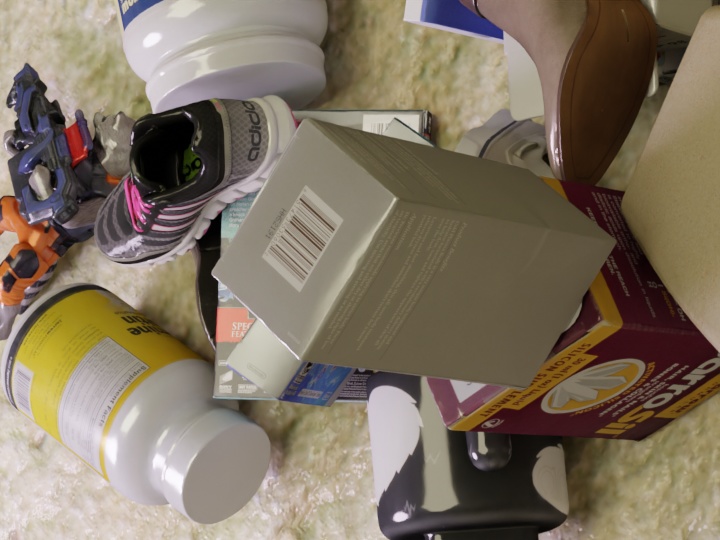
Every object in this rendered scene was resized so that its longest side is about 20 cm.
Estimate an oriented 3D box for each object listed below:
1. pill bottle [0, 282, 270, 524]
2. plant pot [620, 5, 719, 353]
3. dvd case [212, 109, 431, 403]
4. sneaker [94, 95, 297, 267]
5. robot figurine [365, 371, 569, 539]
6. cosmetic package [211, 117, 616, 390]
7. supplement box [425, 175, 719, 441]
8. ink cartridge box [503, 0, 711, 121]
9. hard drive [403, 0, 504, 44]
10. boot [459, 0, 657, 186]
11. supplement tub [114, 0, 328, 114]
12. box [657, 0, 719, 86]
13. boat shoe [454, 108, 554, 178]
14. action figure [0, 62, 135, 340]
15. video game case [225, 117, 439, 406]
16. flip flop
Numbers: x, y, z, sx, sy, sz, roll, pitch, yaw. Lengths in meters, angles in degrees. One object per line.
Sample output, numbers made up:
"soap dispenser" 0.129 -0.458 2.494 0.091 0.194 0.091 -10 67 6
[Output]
"pill bottle" -0.157 0.097 1.903 0.200 0.112 0.112 33 107 38
"plant pot" 0.267 -0.048 1.510 0.177 0.200 0.200 36 109 47
"dvd case" -0.026 -0.010 1.822 0.146 0.022 0.200 0 85 16
"sneaker" -0.132 -0.064 1.814 0.200 0.087 0.074 -32 61 43
"robot figurine" 0.065 0.106 1.700 0.150 0.125 0.200 -15 74 41
"cosmetic package" 0.033 -0.006 1.430 0.090 0.200 0.107 42 108 33
"supplement box" 0.137 0.027 1.598 0.131 0.200 0.103 -38 63 32
"ink cartridge box" 0.150 -0.193 1.651 0.116 0.067 0.200 -8 80 39
"hard drive" 0.091 -0.249 1.712 0.025 0.132 0.200 9 91 42
"boot" 0.106 -0.160 1.604 0.146 0.070 0.200 20 97 45
"supplement tub" -0.103 -0.211 1.867 0.145 0.145 0.200 -25 69 36
"box" 0.183 -0.217 1.693 0.110 0.035 0.200 -3 83 40
"boat shoe" 0.094 -0.048 1.654 0.070 0.200 0.071 17 109 12
"action figure" -0.233 -0.059 2.021 0.193 0.105 0.200 -40 36 23
"video game case" 0.000 0.000 1.697 0.045 0.200 0.181 34 92 9
"flip flop" -0.091 -0.013 1.892 0.081 0.058 0.200 -24 68 -4
